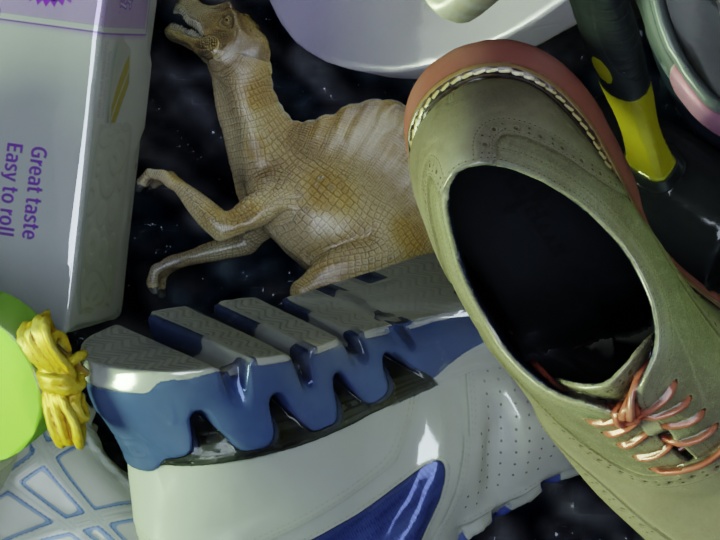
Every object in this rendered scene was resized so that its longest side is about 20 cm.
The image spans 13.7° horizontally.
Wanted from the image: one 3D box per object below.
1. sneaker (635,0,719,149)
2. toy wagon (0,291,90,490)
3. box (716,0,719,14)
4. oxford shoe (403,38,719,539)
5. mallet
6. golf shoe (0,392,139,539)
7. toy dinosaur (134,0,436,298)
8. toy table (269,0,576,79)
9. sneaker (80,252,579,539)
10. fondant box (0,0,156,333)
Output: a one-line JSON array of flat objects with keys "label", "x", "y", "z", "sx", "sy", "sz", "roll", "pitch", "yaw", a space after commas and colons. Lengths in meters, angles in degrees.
[{"label": "sneaker", "x": 0.101, "y": -0.131, "z": 0.905, "sx": 0.070, "sy": 0.082, "sz": 0.200, "roll": -22, "pitch": 94, "yaw": 5}, {"label": "toy wagon", "x": -0.158, "y": 0.038, "z": 0.875, "sx": 0.200, "sy": 0.040, "sz": 0.156, "roll": -7, "pitch": 108, "yaw": 27}, {"label": "box", "x": 0.173, "y": -0.007, "z": 0.844, "sx": 0.101, "sy": 0.200, "sz": 0.113, "roll": -18, "pitch": 55, "yaw": 5}, {"label": "oxford shoe", "x": 0.074, "y": 0.034, "z": 0.813, "sx": 0.070, "sy": 0.075, "sz": 0.200, "roll": -34, "pitch": 108, "yaw": 19}, {"label": "mallet", "x": 0.068, "y": -0.056, "z": 0.847, "sx": 0.066, "sy": 0.200, "sz": 0.041, "roll": 31, "pitch": 79, "yaw": 29}, {"label": "golf shoe", "x": -0.108, "y": 0.085, "z": 0.922, "sx": 0.200, "sy": 0.078, "sz": 0.097, "roll": 24, "pitch": 56, "yaw": 3}, {"label": "toy dinosaur", "x": 0.000, "y": 0.000, "z": 0.936, "sx": 0.200, "sy": 0.058, "sz": 0.101, "roll": 41, "pitch": 95, "yaw": -1}, {"label": "toy table", "x": 0.021, "y": -0.139, "z": 0.855, "sx": 0.200, "sy": 0.117, "sz": 0.184, "roll": -49, "pitch": 60, "yaw": 22}, {"label": "sneaker", "x": 0.012, "y": 0.062, "z": 0.889, "sx": 0.199, "sy": 0.081, "sz": 0.115, "roll": -9, "pitch": 108, "yaw": -24}, {"label": "fondant box", "x": -0.167, "y": -0.067, "z": 0.923, "sx": 0.199, "sy": 0.058, "sz": 0.145, "roll": 8, "pitch": 96, "yaw": 11}]
